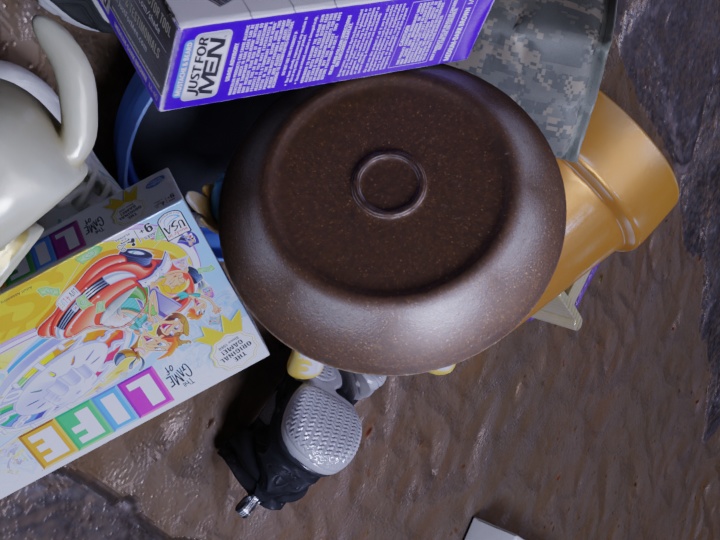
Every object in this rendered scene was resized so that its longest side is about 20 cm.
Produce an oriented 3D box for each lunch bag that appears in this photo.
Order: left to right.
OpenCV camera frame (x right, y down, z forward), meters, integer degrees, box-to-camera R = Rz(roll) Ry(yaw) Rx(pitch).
[{"bbox_3d":[0.101,-0.187,0.922,0.200,0.164,0.118,-69,171,-47],"label":"lunch bag"}]

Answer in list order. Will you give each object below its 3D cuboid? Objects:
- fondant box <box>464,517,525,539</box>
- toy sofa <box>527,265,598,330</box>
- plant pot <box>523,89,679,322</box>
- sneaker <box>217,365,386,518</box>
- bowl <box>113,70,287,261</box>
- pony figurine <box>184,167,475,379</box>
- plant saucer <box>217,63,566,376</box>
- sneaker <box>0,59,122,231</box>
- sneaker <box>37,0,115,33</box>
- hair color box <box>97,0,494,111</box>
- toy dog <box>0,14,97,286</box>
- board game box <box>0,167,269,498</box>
[{"bbox_3d":[0.153,0.363,1.359,0.200,0.058,0.144,41,70,-52],"label":"fondant box"},{"bbox_3d":[0.218,-0.040,1.257,0.200,0.083,0.098,-61,142,-18],"label":"toy sofa"},{"bbox_3d":[0.128,-0.051,1.052,0.183,0.200,0.200,-50,141,-7],"label":"plant pot"},{"bbox_3d":[-0.048,0.106,0.961,0.114,0.075,0.200,-43,-168,25],"label":"sneaker"},{"bbox_3d":[-0.064,-0.093,0.809,0.200,0.039,0.201,-22,142,-18],"label":"bowl"},{"bbox_3d":[0.000,0.000,0.796,0.200,0.193,0.167,58,35,-55],"label":"pony figurine"},{"bbox_3d":[0.016,-0.042,0.711,0.200,0.200,0.037,-60,166,-18],"label":"plant saucer"},{"bbox_3d":[-0.161,-0.039,0.738,0.070,0.080,0.200,-51,138,-26],"label":"sneaker"},{"bbox_3d":[-0.156,-0.203,0.677,0.074,0.080,0.200,-57,144,-25],"label":"sneaker"},{"bbox_3d":[-0.036,-0.159,0.695,0.200,0.109,0.065,-13,147,-31],"label":"hair color box"},{"bbox_3d":[-0.234,-0.060,0.549,0.194,0.200,0.140,-47,-168,24],"label":"toy dog"},{"bbox_3d":[-0.167,0.044,0.715,0.200,0.034,0.135,-29,134,-4],"label":"board game box"}]
